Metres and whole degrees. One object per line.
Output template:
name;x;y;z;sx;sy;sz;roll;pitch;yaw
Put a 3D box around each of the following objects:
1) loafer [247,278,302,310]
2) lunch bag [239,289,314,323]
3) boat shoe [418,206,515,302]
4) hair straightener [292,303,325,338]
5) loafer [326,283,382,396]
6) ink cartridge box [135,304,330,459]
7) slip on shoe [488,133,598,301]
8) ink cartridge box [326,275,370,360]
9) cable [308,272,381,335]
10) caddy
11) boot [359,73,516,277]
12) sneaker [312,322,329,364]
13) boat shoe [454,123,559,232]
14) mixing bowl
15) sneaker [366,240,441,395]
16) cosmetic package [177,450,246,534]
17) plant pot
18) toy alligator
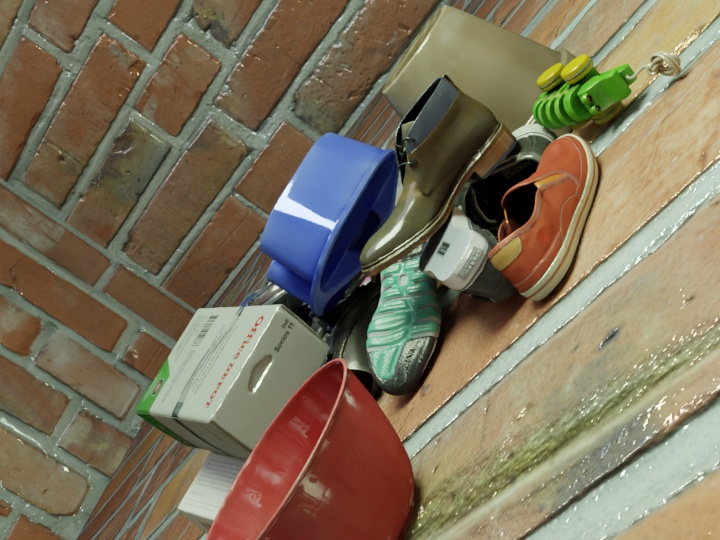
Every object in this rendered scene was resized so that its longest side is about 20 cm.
loafer;-0.067;-0.007;1.275;0.200;0.063;0.072;-34;-19;-13
lunch bag;-0.138;0.117;1.408;0.201;0.136;0.132;-57;10;-12
boat shoe;0.103;-0.011;0.895;0.070;0.066;0.200;-60;8;3
hair straightener;-0.065;0.064;1.299;0.077;0.041;0.200;-13;19;8
loafer;-0.001;0.106;1.026;0.072;0.073;0.201;-3;61;65
ink cartridge box;-0.141;0.119;1.061;0.200;0.083;0.147;-5;49;56
slip on shoe;0.154;-0.059;0.829;0.074;0.061;0.200;-48;11;44
ink cartridge box;0.009;0.038;1.253;0.200;0.043;0.197;-49;12;27
cable;0.000;0.000;1.161;0.164;0.051;0.200;-57;12;2
caddy;-0.021;-0.049;1.048;0.201;0.105;0.142;-60;-14;-24
boot;0.048;-0.090;0.919;0.200;0.097;0.075;-46;14;-12
sneaker;-0.090;0.134;1.247;0.200;0.075;0.089;-23;-53;-61
boat shoe;0.120;-0.071;0.993;0.200;0.071;0.064;-44;12;43
mixing bowl;-0.029;0.182;0.766;0.200;0.108;0.200;-52;11;14
sneaker;0.057;0.047;0.994;0.074;0.088;0.201;-8;53;21
cosmetic package;-0.105;0.202;1.081;0.101;0.074;0.200;0;50;46
plant pot;0.124;-0.189;1.069;0.200;0.173;0.200;-54;10;14
toy alligator;0.206;-0.157;0.882;0.054;0.059;0.200;-46;16;-14
